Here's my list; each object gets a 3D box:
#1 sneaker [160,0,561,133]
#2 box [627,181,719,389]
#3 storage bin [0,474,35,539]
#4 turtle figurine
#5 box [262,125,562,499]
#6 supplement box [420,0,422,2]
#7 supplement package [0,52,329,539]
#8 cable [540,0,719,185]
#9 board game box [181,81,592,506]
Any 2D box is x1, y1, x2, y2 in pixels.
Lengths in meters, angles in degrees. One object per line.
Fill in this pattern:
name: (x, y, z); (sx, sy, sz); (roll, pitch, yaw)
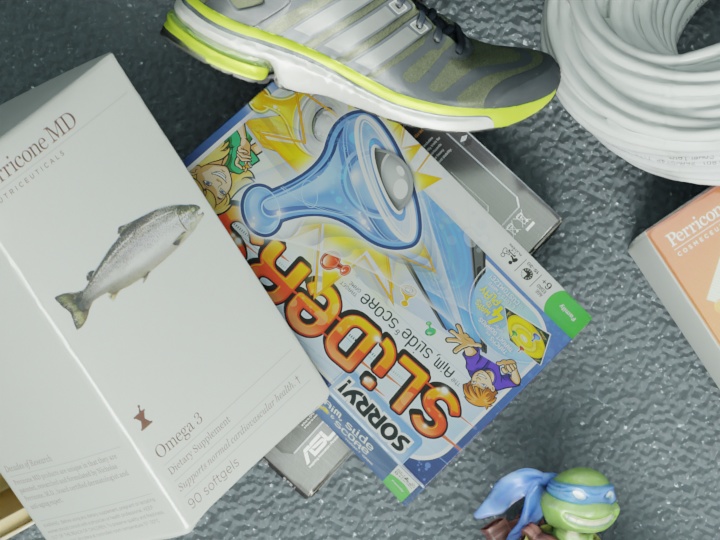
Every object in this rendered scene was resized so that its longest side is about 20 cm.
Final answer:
sneaker: (0.007, -0.122, 1.330); (0.199, 0.074, 0.081); (12, 109, -14)
box: (0.246, 0.033, 1.396); (0.124, 0.097, 0.200); (-34, 86, -2)
storage bin: (-0.242, 0.051, 1.361); (0.198, 0.094, 0.200); (-28, 97, -23)
turtle figurine: (0.123, 0.209, 1.339); (0.200, 0.144, 0.194); (19, 108, 23)
box: (-0.018, -0.005, 1.425); (0.158, 0.048, 0.200); (42, 86, 4)
supplement box: (-0.028, -0.234, 1.415); (0.130, 0.103, 0.201); (1, 86, -1)
supplement package: (-0.131, 0.019, 1.296); (0.117, 0.117, 0.200); (-43, 106, -37)
cable: (0.188, -0.133, 1.374); (0.199, 0.069, 0.200); (4, 59, 30)
board game box: (0.000, 0.000, 1.359); (0.200, 0.034, 0.135); (45, 64, 3)
